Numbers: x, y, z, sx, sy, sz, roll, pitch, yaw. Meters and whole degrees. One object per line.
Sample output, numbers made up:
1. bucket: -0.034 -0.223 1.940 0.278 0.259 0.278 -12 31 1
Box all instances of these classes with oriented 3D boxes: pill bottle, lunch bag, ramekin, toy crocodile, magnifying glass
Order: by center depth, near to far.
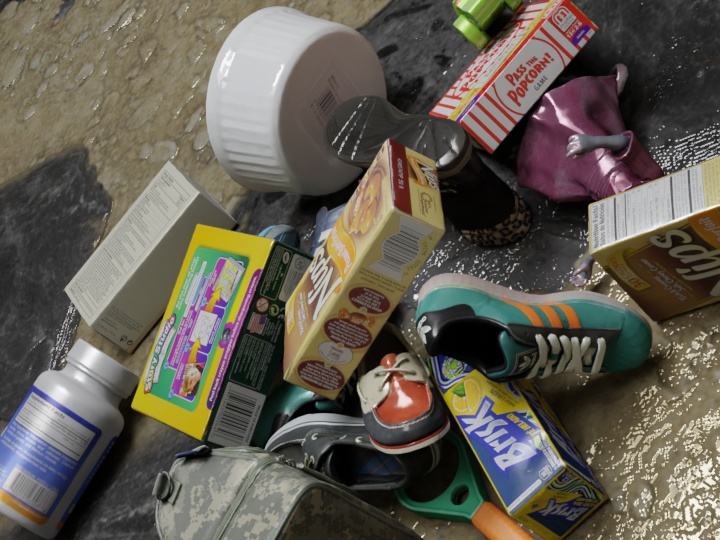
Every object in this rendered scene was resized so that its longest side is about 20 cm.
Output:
1. lunch bag: -0.066 0.235 1.254 0.167 0.199 0.141 16 76 48
2. magnifying glass: 0.092 0.199 1.271 0.080 0.022 0.200 -52 40 -2
3. toy crocodile: 0.124 -0.272 1.520 0.068 0.062 0.200 -48 0 11
4. ramekin: -0.061 -0.176 1.579 0.097 0.200 0.202 16 71 41
5. pill bottle: -0.330 0.181 1.622 0.112 0.112 0.201 20 75 49

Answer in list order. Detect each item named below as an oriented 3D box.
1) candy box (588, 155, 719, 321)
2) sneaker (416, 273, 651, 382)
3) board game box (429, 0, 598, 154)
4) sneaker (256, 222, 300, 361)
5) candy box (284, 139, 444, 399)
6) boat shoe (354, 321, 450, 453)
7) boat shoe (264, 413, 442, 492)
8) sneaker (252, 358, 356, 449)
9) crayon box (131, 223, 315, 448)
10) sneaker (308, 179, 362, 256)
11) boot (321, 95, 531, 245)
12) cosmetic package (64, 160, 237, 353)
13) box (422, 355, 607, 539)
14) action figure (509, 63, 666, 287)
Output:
1. candy box: 0.296 -0.035 1.181 0.198 0.115 0.056 -22 46 31
2. sneaker: 0.142 0.061 1.208 0.197 0.072 0.080 9 36 0
3. board game box: 0.144 -0.190 1.433 0.152 0.046 0.200 -49 9 2
4. sneaker: -0.079 0.047 1.526 0.095 0.079 0.203 -2 68 33
5. candy box: 0.000 0.000 1.297 0.201 0.055 0.116 -57 19 28
6. boat shoe: 0.030 0.100 1.287 0.070 0.063 0.200 -15 17 -2
7. boat shoe: -0.019 0.168 1.327 0.198 0.069 0.056 -11 15 38
8. sneaker: -0.029 0.100 1.436 0.080 0.071 0.201 38 86 35
9. crayon box: -0.138 0.064 1.452 0.172 0.058 0.202 11 80 59
10. sneaker: -0.030 -0.012 1.488 0.084 0.075 0.200 32 66 31
11. boot: 0.064 -0.095 1.423 0.199 0.150 0.074 15 71 47
12. cosmetic package: -0.247 -0.017 1.726 0.200 0.073 0.104 -49 39 2
13. box: 0.128 0.132 1.249 0.064 0.070 0.201 -44 39 12
14. action figure: 0.229 -0.079 1.324 0.148 0.135 0.200 -19 44 -29
